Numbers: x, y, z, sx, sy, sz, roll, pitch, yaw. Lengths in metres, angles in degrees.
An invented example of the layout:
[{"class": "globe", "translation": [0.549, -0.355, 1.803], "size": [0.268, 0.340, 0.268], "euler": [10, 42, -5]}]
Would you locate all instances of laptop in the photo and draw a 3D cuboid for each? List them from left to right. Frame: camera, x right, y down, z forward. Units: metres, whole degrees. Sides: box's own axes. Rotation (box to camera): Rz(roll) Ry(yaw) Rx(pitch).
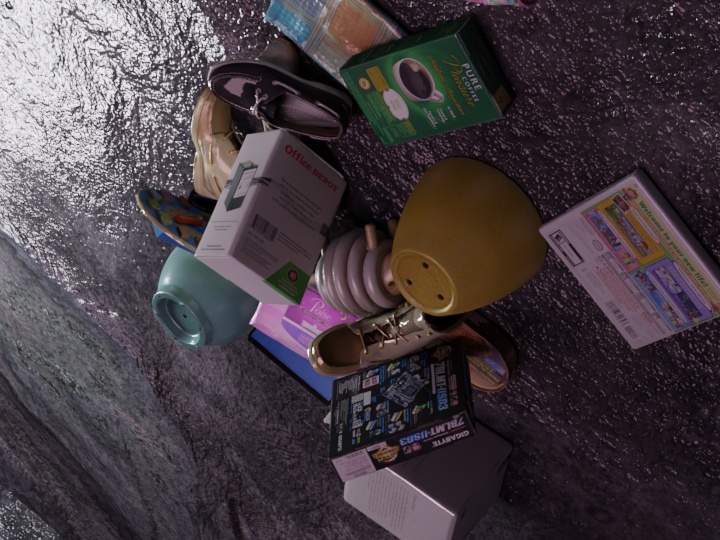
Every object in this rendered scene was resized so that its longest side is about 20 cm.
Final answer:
[{"class": "laptop", "translation": [-0.065, 0.079, 1.887], "size": [0.177, 0.103, 0.200], "euler": [38, 144, 10]}]

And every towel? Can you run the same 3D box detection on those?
[{"class": "towel", "translation": [-0.031, -0.310, 1.544], "size": [0.200, 0.022, 0.147], "euler": [42, 145, 6]}]

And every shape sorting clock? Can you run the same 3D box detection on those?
[{"class": "shape sorting clock", "translation": [-0.260, -0.070, 1.894], "size": [0.200, 0.200, 0.039], "euler": [40, 108, 9]}]

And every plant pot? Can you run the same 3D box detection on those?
[{"class": "plant pot", "translation": [-0.263, 0.047, 2.031], "size": [0.199, 0.134, 0.201], "euler": [26, 140, 25]}, {"class": "plant pot", "translation": [0.119, -0.024, 1.564], "size": [0.199, 0.142, 0.201], "euler": [27, 140, 25]}]

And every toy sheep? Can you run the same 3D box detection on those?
[{"class": "toy sheep", "translation": [0.000, 0.000, 1.725], "size": [0.199, 0.138, 0.139], "euler": [-5, 121, 44]}]

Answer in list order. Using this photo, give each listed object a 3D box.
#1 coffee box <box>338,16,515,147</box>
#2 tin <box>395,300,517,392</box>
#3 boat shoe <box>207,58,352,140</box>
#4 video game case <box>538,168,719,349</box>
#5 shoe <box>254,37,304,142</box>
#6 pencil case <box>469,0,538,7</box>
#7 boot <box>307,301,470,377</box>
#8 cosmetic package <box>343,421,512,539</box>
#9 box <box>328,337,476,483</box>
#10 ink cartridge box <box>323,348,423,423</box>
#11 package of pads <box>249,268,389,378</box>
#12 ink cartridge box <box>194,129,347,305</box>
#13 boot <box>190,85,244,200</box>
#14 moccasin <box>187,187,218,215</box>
[{"class": "coffee box", "translation": [0.079, -0.226, 1.476], "size": [0.199, 0.044, 0.123], "euler": [-10, 122, 45]}, {"class": "tin", "translation": [0.139, 0.095, 1.750], "size": [0.200, 0.042, 0.112], "euler": [38, 140, 12]}, {"class": "boat shoe", "translation": [-0.109, -0.222, 1.604], "size": [0.199, 0.061, 0.074], "euler": [18, 132, -7]}, {"class": "video game case", "translation": [0.335, -0.009, 1.463], "size": [0.200, 0.022, 0.182], "euler": [51, 145, -5]}, {"class": "shoe", "translation": [-0.119, -0.229, 1.684], "size": [0.070, 0.053, 0.201], "euler": [27, 140, 25]}, {"class": "pencil case", "translation": [0.106, -0.335, 1.326], "size": [0.199, 0.087, 0.088], "euler": [15, 134, 35]}, {"class": "boot", "translation": [0.039, 0.084, 1.655], "size": [0.154, 0.199, 0.073], "euler": [-30, 75, 53]}, {"class": "cosmetic package", "translation": [0.103, 0.316, 1.891], "size": [0.199, 0.165, 0.166], "euler": [32, 143, 21]}, {"class": "box", "translation": [0.056, 0.187, 1.658], "size": [0.197, 0.200, 0.050], "euler": [-19, 115, 10]}, {"class": "ink cartridge box", "translation": [0.051, 0.195, 1.796], "size": [0.115, 0.200, 0.068], "euler": [13, 133, 38]}, {"class": "package of pads", "translation": [-0.061, 0.071, 1.833], "size": [0.199, 0.076, 0.121], "euler": [30, 117, 15]}, {"class": "ink cartridge box", "translation": [-0.120, -0.073, 1.682], "size": [0.084, 0.201, 0.146], "euler": [0, 151, 46]}, {"class": "boot", "translation": [-0.171, -0.169, 1.782], "size": [0.155, 0.073, 0.201], "euler": [25, 132, 20]}, {"class": "moccasin", "translation": [-0.182, -0.076, 1.884], "size": [0.199, 0.068, 0.081], "euler": [27, 140, 25]}]
